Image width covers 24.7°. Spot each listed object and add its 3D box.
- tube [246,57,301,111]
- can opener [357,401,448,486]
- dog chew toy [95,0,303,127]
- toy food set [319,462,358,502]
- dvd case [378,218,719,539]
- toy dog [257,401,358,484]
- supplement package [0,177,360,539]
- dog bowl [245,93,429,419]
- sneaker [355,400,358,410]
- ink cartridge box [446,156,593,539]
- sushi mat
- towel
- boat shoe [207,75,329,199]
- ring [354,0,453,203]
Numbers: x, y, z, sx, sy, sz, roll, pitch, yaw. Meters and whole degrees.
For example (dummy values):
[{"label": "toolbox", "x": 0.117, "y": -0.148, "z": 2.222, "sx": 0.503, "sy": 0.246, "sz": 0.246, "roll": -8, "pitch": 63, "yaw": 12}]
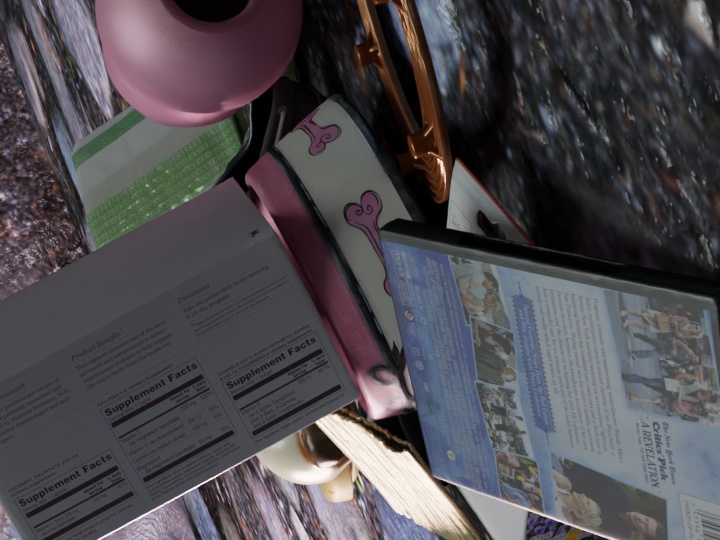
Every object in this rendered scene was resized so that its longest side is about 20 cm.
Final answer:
[{"label": "tube", "x": -0.064, "y": -0.133, "z": 1.151, "sx": 0.058, "sy": 0.052, "sz": 0.200, "roll": -69, "pitch": -28, "yaw": -44}, {"label": "can opener", "x": 0.011, "y": 0.051, "z": 1.096, "sx": 0.079, "sy": 0.063, "sz": 0.200, "roll": -19, "pitch": 95, "yaw": 55}, {"label": "dog chew toy", "x": -0.107, "y": -0.146, "z": 1.026, "sx": 0.125, "sy": 0.124, "sz": 0.200, "roll": 67, "pitch": 164, "yaw": 5}, {"label": "toy food set", "x": -0.052, "y": 0.102, "z": 1.425, "sx": 0.200, "sy": 0.049, "sz": 0.198, "roll": 69, "pitch": 166, "yaw": -5}, {"label": "dvd case", "x": 0.094, "y": 0.055, "z": 0.747, "sx": 0.200, "sy": 0.018, "sz": 0.143, "roll": 14, "pitch": 124, "yaw": 46}, {"label": "toy dog", "x": -0.080, "y": 0.080, "z": 1.261, "sx": 0.200, "sy": 0.194, "sz": 0.140, "roll": 35, "pitch": 148, "yaw": -1}, {"label": "supplement package", "x": -0.125, "y": 0.052, "z": 0.950, "sx": 0.111, "sy": 0.200, "sz": 0.156, "roll": 64, "pitch": 175, "yaw": -19}, {"label": "dog bowl", "x": 0.000, "y": 0.000, "z": 0.974, "sx": 0.200, "sy": 0.074, "sz": 0.200, "roll": 62, "pitch": 174, "yaw": 11}, {"label": "sneaker", "x": -0.038, "y": 0.030, "z": 1.183, "sx": 0.200, "sy": 0.082, "sz": 0.078, "roll": 58, "pitch": 172, "yaw": 4}, {"label": "ink cartridge box", "x": 0.084, "y": 0.047, "z": 0.840, "sx": 0.109, "sy": 0.050, "sz": 0.200, "roll": -126, "pitch": 30, "yaw": -45}, {"label": "sushi mat", "x": 0.025, "y": 0.134, "z": 1.057, "sx": 0.096, "sy": 0.012, "sz": 0.200, "roll": 25, "pitch": 164, "yaw": 33}, {"label": "towel", "x": -0.123, "y": -0.035, "z": 1.162, "sx": 0.031, "sy": 0.149, "sz": 0.200, "roll": 15, "pitch": -130, "yaw": -57}, {"label": "boat shoe", "x": -0.091, "y": -0.041, "z": 1.079, "sx": 0.063, "sy": 0.200, "sz": 0.073, "roll": 30, "pitch": -174, "yaw": -44}, {"label": "ring", "x": 0.009, "y": -0.129, "z": 0.860, "sx": 0.200, "sy": 0.019, "sz": 0.201, "roll": 163, "pitch": 90, "yaw": -86}]
